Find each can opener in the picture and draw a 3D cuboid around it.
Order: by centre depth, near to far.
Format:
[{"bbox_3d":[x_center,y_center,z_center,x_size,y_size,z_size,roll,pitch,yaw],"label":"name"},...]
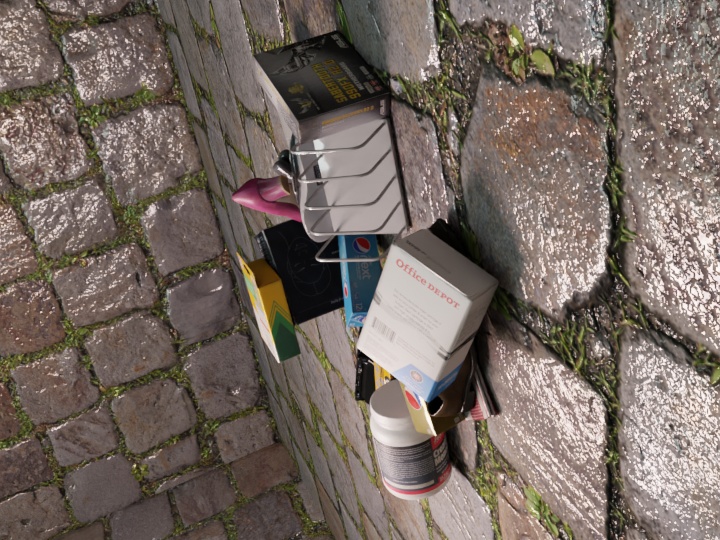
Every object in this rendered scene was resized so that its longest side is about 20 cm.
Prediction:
[{"bbox_3d":[-0.069,-0.159,1.528,0.200,0.054,0.067,36,146,-21],"label":"can opener"}]

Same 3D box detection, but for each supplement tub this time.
[{"bbox_3d":[0.096,0.324,1.554,0.140,0.140,0.201,-137,31,-58],"label":"supplement tub"}]

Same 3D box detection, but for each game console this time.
[{"bbox_3d":[0.047,0.225,1.819,0.201,0.116,0.177,94,-179,-54],"label":"game console"}]

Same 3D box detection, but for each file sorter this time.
[{"bbox_3d":[-0.018,-0.129,1.308,0.125,0.138,0.201,-53,-43,-54],"label":"file sorter"}]

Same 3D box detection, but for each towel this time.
[{"bbox_3d":[0.165,0.184,1.375,0.200,0.023,0.145,144,107,-72],"label":"towel"}]

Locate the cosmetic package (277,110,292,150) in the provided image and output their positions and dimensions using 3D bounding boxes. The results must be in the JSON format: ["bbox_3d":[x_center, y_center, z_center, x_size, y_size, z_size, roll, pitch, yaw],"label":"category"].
[{"bbox_3d":[-0.109,-0.307,1.573,0.107,0.090,0.201,-164,58,-69],"label":"cosmetic package"}]

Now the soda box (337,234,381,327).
[{"bbox_3d":[0.000,0.000,1.505,0.068,0.064,0.201,110,157,-61],"label":"soda box"}]

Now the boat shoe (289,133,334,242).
[{"bbox_3d":[-0.088,-0.152,1.421,0.068,0.071,0.201,29,134,59],"label":"boat shoe"}]

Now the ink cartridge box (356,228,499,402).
[{"bbox_3d":[0.094,0.064,1.172,0.146,0.084,0.201,37,128,23],"label":"ink cartridge box"}]

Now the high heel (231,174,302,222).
[{"bbox_3d":[-0.154,-0.120,1.466,0.200,0.095,0.068,28,-131,-74],"label":"high heel"}]

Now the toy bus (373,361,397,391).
[{"bbox_3d":[0.071,0.231,1.638,0.078,0.065,0.201,41,145,46],"label":"toy bus"}]

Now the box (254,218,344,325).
[{"bbox_3d":[-0.083,-0.015,1.627,0.124,0.199,0.198,163,87,-75],"label":"box"}]

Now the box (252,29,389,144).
[{"bbox_3d":[-0.065,-0.300,1.302,0.049,0.158,0.200,88,156,-48],"label":"box"}]

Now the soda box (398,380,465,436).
[{"bbox_3d":[0.104,0.171,1.362,0.064,0.067,0.201,-6,105,61],"label":"soda box"}]

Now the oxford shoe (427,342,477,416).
[{"bbox_3d":[0.134,0.153,1.271,0.073,0.084,0.201,-136,37,-55],"label":"oxford shoe"}]

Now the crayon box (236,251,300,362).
[{"bbox_3d":[-0.179,0.063,1.580,0.126,0.051,0.201,-137,30,-59],"label":"crayon box"}]

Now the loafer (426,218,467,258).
[{"bbox_3d":[0.116,0.011,1.234,0.073,0.071,0.201,-126,22,-44],"label":"loafer"}]
